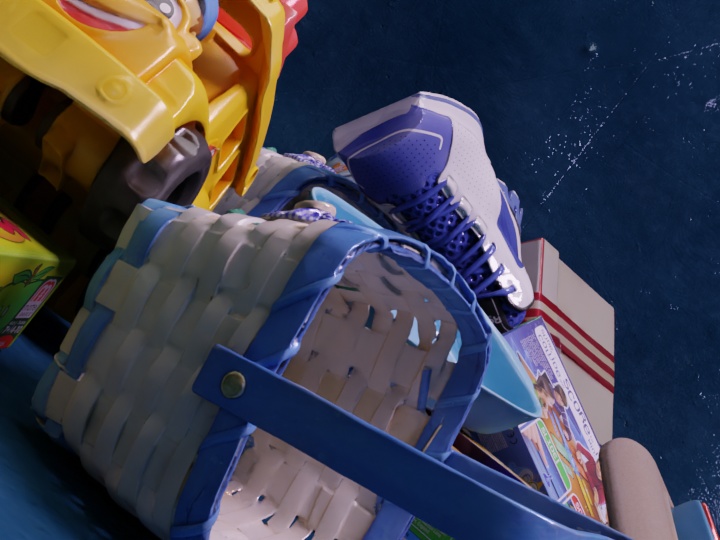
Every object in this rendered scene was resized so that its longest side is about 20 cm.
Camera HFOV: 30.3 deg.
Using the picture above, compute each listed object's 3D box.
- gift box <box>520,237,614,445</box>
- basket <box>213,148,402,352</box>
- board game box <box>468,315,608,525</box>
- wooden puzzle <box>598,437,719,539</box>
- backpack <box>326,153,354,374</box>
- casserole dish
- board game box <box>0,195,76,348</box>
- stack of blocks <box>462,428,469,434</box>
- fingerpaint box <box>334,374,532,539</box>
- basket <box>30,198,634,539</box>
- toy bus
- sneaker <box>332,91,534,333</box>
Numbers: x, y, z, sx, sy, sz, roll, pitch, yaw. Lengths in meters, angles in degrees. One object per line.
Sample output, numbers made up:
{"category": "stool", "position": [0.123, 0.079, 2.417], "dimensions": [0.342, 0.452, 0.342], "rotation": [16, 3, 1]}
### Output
{"category": "gift box", "position": [0.139, 0.093, 1.273], "dimensions": [0.187, 0.184, 0.200], "rotation": [37, 45, -43]}
{"category": "basket", "position": [-0.034, 0.007, 0.874], "dimensions": [0.200, 0.139, 0.176], "rotation": [47, 5, 33]}
{"category": "board game box", "position": [0.129, 0.136, 0.880], "dimensions": [0.135, 0.034, 0.200], "rotation": [-14, 79, -65]}
{"category": "wooden puzzle", "position": [0.170, 0.190, 0.593], "dimensions": [0.200, 0.037, 0.185], "rotation": [60, 15, -15]}
{"category": "backpack", "position": [0.000, 0.000, 1.118], "dimensions": [0.178, 0.200, 0.151], "rotation": [40, 21, -7]}
{"category": "casserole dish", "position": [0.027, 0.029, 0.737], "dimensions": [0.200, 0.039, 0.121], "rotation": [32, 22, -45]}
{"category": "board game box", "position": [-0.172, -0.020, 0.434], "dimensions": [0.102, 0.048, 0.200], "rotation": [39, 2, 4]}
{"category": "stack of blocks", "position": [0.149, 0.211, 1.003], "dimensions": [0.200, 0.059, 0.115], "rotation": [39, 2, -14]}
{"category": "fingerpaint box", "position": [0.063, 0.143, 0.703], "dimensions": [0.200, 0.073, 0.167], "rotation": [40, 2, 11]}
{"category": "basket", "position": [0.000, 0.058, 0.468], "dimensions": [0.200, 0.139, 0.176], "rotation": [29, -4, 25]}
{"category": "toy bus", "position": [-0.094, -0.086, 0.592], "dimensions": [0.136, 0.192, 0.200], "rotation": [39, -26, 8]}
{"category": "sneaker", "position": [0.065, -0.021, 0.850], "dimensions": [0.199, 0.081, 0.115], "rotation": [42, 30, -53]}
